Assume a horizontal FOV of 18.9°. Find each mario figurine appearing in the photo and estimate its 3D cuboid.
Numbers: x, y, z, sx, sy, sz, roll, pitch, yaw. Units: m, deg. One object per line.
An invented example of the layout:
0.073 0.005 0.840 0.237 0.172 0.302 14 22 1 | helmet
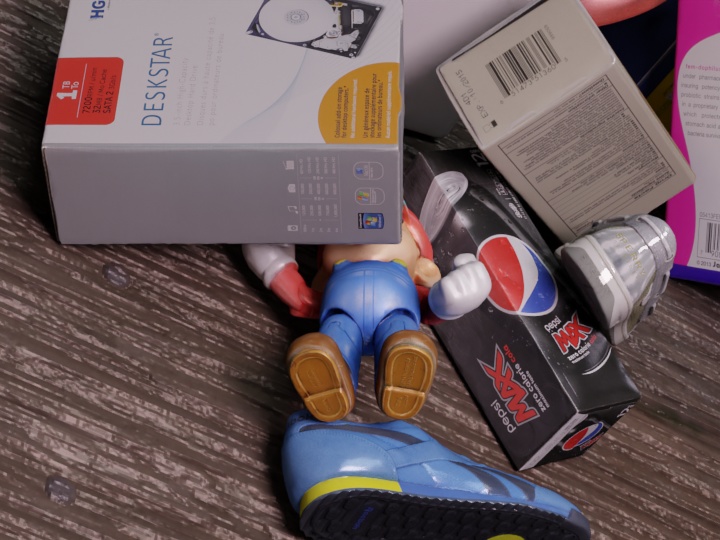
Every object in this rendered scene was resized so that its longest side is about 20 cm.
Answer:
0.000 0.000 1.250 0.123 0.106 0.200 29 24 -14 | mario figurine

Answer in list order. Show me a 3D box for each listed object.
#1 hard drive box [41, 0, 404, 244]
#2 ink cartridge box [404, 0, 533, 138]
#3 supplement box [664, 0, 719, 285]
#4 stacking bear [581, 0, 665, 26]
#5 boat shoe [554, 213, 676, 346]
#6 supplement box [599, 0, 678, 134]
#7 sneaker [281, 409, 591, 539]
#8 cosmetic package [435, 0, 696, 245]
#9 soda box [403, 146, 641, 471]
-0.073 -0.094 1.254 0.198 0.077 0.157 -1 46 2 | hard drive box
0.015 -0.224 1.464 0.146 0.146 0.201 14 45 -30 | ink cartridge box
0.283 -0.093 1.512 0.103 0.101 0.202 -7 102 -43 | supplement box
0.149 -0.282 1.514 0.113 0.201 0.121 -35 43 -28 | stacking bear
0.167 -0.001 1.378 0.075 0.064 0.202 59 3 8 | boat shoe
0.284 -0.160 1.655 0.199 0.110 0.109 15 45 -28 | supplement box
0.045 0.119 1.231 0.199 0.066 0.079 14 42 -29 | sneaker
0.136 -0.093 1.405 0.071 0.105 0.200 62 9 28 | cosmetic package
0.088 0.021 1.353 0.063 0.071 0.201 -9 59 -43 | soda box
